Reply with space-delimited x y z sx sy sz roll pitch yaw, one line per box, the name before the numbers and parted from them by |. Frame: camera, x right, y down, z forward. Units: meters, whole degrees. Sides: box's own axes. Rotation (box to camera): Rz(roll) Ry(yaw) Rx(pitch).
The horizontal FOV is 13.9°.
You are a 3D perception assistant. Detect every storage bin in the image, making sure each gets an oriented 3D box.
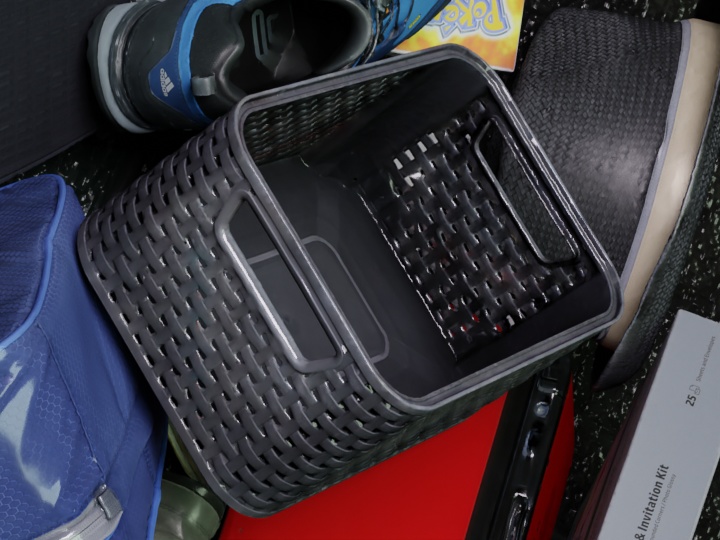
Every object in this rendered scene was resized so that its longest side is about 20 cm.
storage bin | 0.000 0.000 1.163 0.135 0.094 0.200 59 31 7

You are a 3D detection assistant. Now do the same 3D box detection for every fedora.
fedora | 0.105 -0.049 1.334 0.092 0.201 0.201 17 87 -2

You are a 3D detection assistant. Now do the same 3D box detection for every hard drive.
hard drive | -0.169 -0.085 1.152 0.200 0.042 0.135 -26 133 -38

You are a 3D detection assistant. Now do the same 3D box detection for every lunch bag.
lunch bag | -0.149 0.070 1.125 0.136 0.200 0.132 -20 113 11

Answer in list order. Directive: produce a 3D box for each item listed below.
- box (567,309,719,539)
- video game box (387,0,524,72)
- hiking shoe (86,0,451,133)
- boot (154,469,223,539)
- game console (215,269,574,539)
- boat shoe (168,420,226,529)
box | 0.113 0.132 1.309 0.041 0.200 0.156 21 59 4
video game box | -0.008 -0.189 1.284 0.200 0.047 0.182 6 96 -35
hiking shoe | -0.013 -0.101 1.209 0.200 0.087 0.074 -31 117 -35
boot | -0.154 0.147 1.200 0.068 0.200 0.131 71 18 -51
game console | 0.015 0.120 1.292 0.172 0.119 0.200 79 26 -65
boat shoe | -0.058 0.065 1.272 0.073 0.063 0.200 -44 119 -41
